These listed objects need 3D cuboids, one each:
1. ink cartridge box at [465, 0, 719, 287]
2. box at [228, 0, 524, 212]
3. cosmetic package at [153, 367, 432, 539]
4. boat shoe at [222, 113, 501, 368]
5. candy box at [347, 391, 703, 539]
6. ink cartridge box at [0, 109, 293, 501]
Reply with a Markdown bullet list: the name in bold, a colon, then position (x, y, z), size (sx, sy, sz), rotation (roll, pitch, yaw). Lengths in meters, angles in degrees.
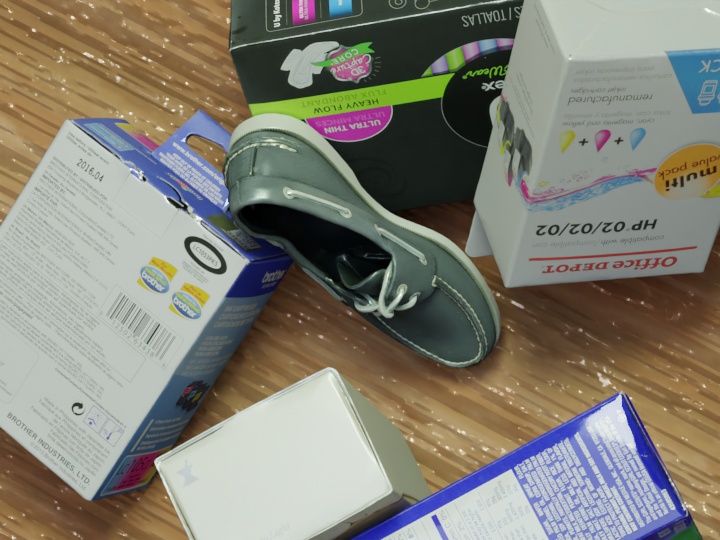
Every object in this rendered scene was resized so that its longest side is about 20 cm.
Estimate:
- **ink cartridge box**: position (0.129, -0.057, 1.185), size (0.115, 0.200, 0.068), rotation (-4, 48, -15)
- **box**: position (0.041, -0.128, 1.249), size (0.200, 0.149, 0.125), rotation (-10, 50, 9)
- **cosmetic package**: position (-0.025, 0.119, 1.202), size (0.103, 0.200, 0.073), rotation (-28, 75, 4)
- **boat shoe**: position (0.000, 0.000, 1.240), size (0.073, 0.200, 0.062), rotation (-29, 34, 30)
- **candy box**: position (0.072, 0.154, 1.194), size (0.200, 0.169, 0.077), rotation (-28, 72, 4)
- **ink cartridge box**: position (-0.131, 0.007, 1.281), size (0.136, 0.076, 0.200), rotation (38, 106, 14)
